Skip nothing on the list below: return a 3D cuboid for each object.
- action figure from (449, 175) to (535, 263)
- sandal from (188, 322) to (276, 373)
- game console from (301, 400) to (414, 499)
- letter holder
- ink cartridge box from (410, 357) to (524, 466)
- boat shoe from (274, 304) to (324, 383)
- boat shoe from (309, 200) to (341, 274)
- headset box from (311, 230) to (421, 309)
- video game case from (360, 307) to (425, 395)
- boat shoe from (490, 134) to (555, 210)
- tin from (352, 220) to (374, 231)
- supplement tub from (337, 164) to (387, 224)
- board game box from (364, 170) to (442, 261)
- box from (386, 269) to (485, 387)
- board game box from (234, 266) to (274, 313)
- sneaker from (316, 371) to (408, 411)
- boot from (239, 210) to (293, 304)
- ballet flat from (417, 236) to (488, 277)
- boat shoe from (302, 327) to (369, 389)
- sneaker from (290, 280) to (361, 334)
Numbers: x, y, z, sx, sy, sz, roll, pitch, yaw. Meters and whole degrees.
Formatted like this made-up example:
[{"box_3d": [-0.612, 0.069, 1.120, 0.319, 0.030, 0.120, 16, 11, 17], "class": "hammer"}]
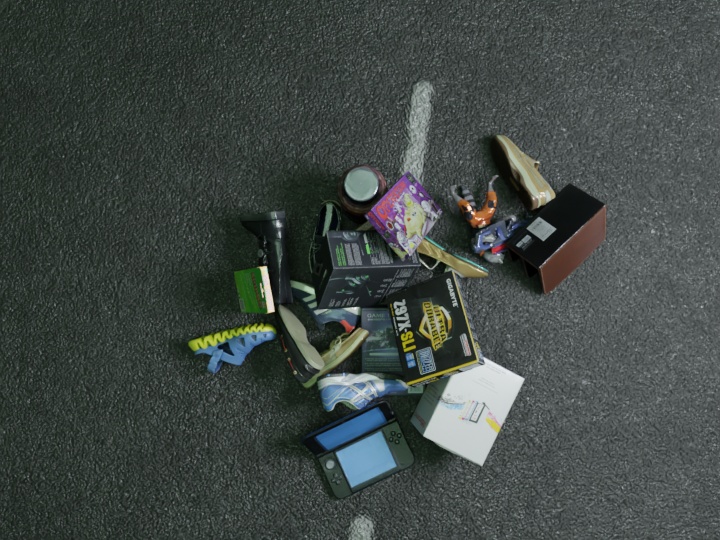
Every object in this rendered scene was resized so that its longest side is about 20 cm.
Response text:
[{"box_3d": [0.294, -0.111, 1.367, 0.199, 0.105, 0.194, -15, 91, -28], "class": "action figure"}, {"box_3d": [-0.279, 0.171, 1.361, 0.199, 0.079, 0.087, -16, 89, 9], "class": "sandal"}, {"box_3d": [-0.001, 0.389, 1.309, 0.199, 0.118, 0.171, -25, 85, 1], "class": "game console"}, {"box_3d": [0.437, -0.064, 1.345, 0.200, 0.142, 0.101, -43, 53, -5], "class": "letter holder"}, {"box_3d": [0.221, 0.276, 1.289, 0.144, 0.147, 0.201, 27, 87, -4], "class": "ink cartridge box"}, {"box_3d": [-0.148, 0.155, 1.324, 0.063, 0.074, 0.202, -46, 50, 14], "class": "boat shoe"}, {"box_3d": [-0.077, -0.062, 1.374, 0.074, 0.062, 0.201, 6, 87, 1], "class": "boat shoe"}, {"box_3d": [0.000, 0.000, 1.276, 0.199, 0.174, 0.093, -3, 60, -17], "class": "headset box"}, {"box_3d": [0.072, 0.180, 1.348, 0.142, 0.019, 0.201, 0, 100, 2], "class": "video game case"}, {"box_3d": [0.363, -0.226, 1.356, 0.076, 0.072, 0.201, -22, 69, -8], "class": "boat shoe"}, {"box_3d": [0.039, -0.070, 1.332, 0.200, 0.112, 0.042, -34, 58, 17], "class": "tin"}, {"box_3d": [0.006, -0.164, 1.308, 0.106, 0.200, 0.107, 0, 86, 2], "class": "supplement tub"}, {"box_3d": [0.093, -0.116, 1.242, 0.120, 0.200, 0.032, 46, 131, -5], "class": "board game box"}, {"box_3d": [0.149, 0.119, 1.240, 0.159, 0.049, 0.201, -23, 62, 23], "class": "box"}, {"box_3d": [-0.228, 0.043, 1.304, 0.030, 0.200, 0.096, -11, 92, -24], "class": "board game box"}, {"box_3d": [0.006, 0.257, 1.298, 0.199, 0.076, 0.077, -1, 75, -11], "class": "sneaker"}, {"box_3d": [-0.210, -0.027, 1.348, 0.065, 0.165, 0.201, -10, 97, -31], "class": "boot"}, {"box_3d": [0.187, -0.021, 1.365, 0.200, 0.069, 0.063, 30, 96, 13], "class": "ballet flat"}, {"box_3d": [-0.066, 0.181, 1.330, 0.201, 0.073, 0.063, -42, 82, 26], "class": "boat shoe"}, {"box_3d": [-0.099, 0.085, 1.358, 0.199, 0.075, 0.085, 22, 91, 7], "class": "sneaker"}]
